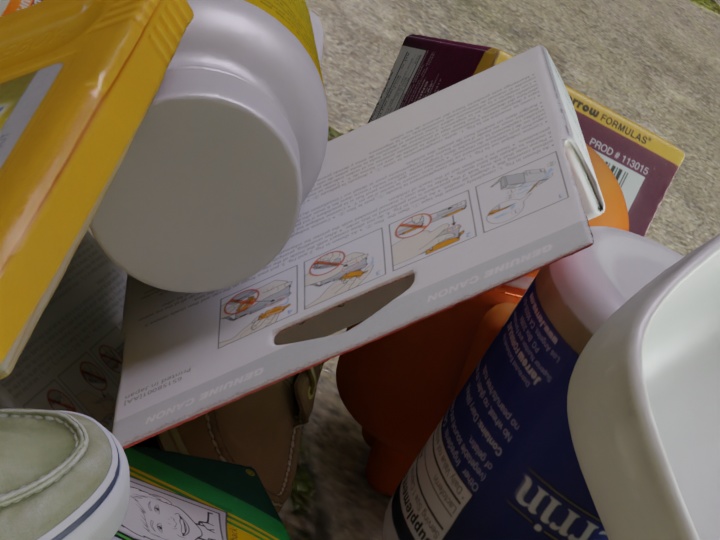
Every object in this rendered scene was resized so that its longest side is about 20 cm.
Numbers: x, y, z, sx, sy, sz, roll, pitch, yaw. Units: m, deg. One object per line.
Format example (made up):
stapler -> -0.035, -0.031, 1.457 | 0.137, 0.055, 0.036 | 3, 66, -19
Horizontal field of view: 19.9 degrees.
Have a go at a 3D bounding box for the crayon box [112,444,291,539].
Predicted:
crayon box -> -0.083, 0.137, 0.695 | 0.172, 0.058, 0.200 | 16, 27, -36

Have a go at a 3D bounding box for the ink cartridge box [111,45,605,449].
ink cartridge box -> 0.000, 0.000, 0.812 | 0.044, 0.199, 0.174 | 60, 12, -28

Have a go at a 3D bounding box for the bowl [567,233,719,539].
bowl -> 0.159, 0.076, 0.700 | 0.199, 0.074, 0.201 | -26, 92, -39

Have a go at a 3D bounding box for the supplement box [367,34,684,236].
supplement box -> 0.083, -0.063, 1.210 | 0.130, 0.104, 0.200 | 26, 2, -15

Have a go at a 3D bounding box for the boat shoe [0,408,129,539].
boat shoe -> -0.159, 0.076, 0.609 | 0.199, 0.062, 0.072 | -17, 42, -28

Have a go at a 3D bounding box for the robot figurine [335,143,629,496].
robot figurine -> 0.055, 0.012, 0.952 | 0.116, 0.201, 0.143 | 30, 29, 26

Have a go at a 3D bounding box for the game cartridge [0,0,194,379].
game cartridge -> -0.158, -0.023, 0.711 | 0.033, 0.175, 0.201 | 55, 34, -31

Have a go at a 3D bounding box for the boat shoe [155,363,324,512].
boat shoe -> -0.050, 0.034, 0.915 | 0.074, 0.066, 0.201 | 40, 23, -31

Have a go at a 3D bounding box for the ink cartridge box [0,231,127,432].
ink cartridge box -> -0.150, 0.026, 0.884 | 0.200, 0.047, 0.160 | 50, 21, -3

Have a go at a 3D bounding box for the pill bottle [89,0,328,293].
pill bottle -> -0.070, -0.073, 0.836 | 0.111, 0.112, 0.200 | 25, 22, -18

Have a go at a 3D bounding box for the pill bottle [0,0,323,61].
pill bottle -> -0.125, -0.145, 1.160 | 0.199, 0.113, 0.113 | 21, 24, -26

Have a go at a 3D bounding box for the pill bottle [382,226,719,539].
pill bottle -> 0.079, 0.093, 0.822 | 0.115, 0.201, 0.116 | 26, 23, -12
